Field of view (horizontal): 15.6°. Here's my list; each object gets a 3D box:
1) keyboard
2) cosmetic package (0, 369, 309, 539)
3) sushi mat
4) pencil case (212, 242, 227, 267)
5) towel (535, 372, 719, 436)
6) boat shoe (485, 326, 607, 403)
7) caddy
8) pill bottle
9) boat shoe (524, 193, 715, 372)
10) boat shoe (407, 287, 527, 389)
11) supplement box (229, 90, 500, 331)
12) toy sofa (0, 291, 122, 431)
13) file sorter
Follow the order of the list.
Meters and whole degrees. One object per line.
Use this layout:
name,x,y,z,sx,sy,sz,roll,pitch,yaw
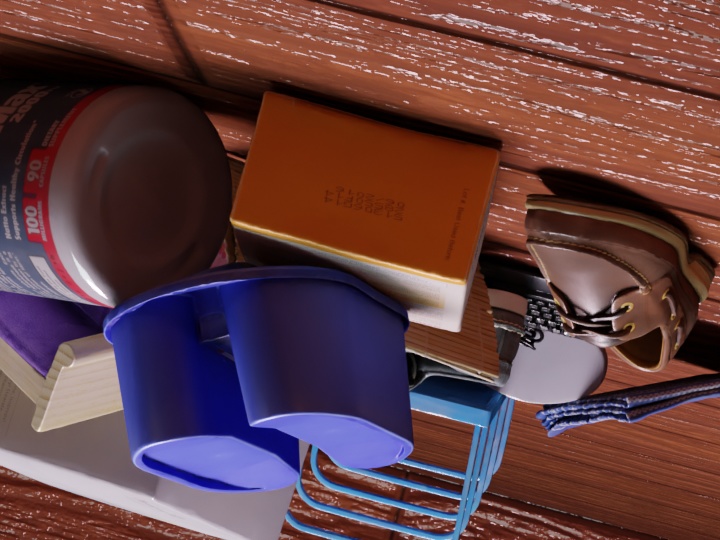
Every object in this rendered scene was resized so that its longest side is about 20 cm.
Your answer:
keyboard,0.078,0.020,1.709,0.199,0.021,0.127,15,161,6
cosmetic package,-0.158,0.087,1.706,0.199,0.124,0.199,13,170,24
sushi mat,0.000,0.000,1.567,0.199,0.096,0.012,21,133,-32
pencil case,-0.129,-0.016,1.687,0.087,0.088,0.200,10,170,35
towel,0.212,0.087,1.773,0.144,0.024,0.200,-10,178,-14
boat shoe,0.075,0.040,1.798,0.199,0.069,0.057,13,-166,14
caddy,-0.051,0.048,1.394,0.141,0.106,0.200,-12,163,18
pill bottle,-0.177,-0.046,1.452,0.199,0.120,0.119,6,168,46
boat shoe,0.138,0.008,1.412,0.072,0.068,0.200,11,171,26
boat shoe,0.019,0.050,1.696,0.199,0.062,0.073,-6,164,38
supplement box,0.004,-0.028,1.397,0.125,0.074,0.200,14,172,2
toy sofa,-0.209,-0.004,1.575,0.200,0.098,0.083,41,-148,27
file sorter,0.032,0.110,1.871,0.138,0.123,0.200,14,-164,9
